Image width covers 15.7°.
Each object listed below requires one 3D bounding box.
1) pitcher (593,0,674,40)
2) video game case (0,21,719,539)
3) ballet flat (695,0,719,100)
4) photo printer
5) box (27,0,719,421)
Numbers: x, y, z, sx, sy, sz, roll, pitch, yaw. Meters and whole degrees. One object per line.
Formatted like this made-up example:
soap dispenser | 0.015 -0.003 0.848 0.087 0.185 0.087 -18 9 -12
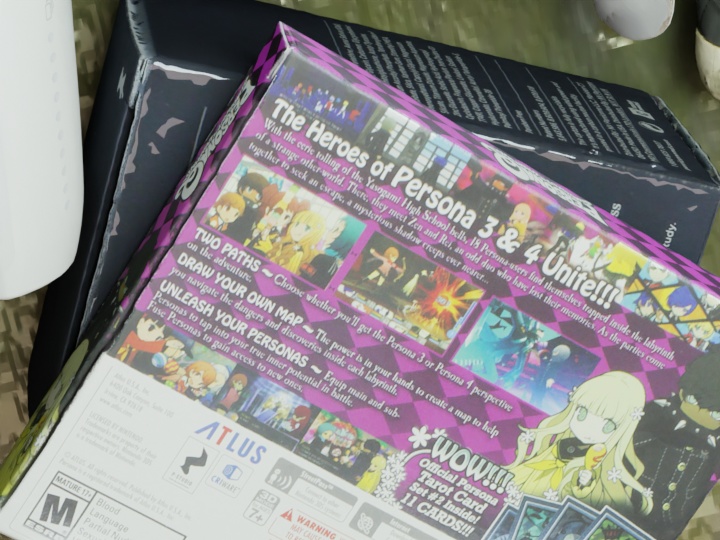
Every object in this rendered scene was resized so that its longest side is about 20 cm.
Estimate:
pitcher | 0.024 -0.170 0.812 0.199 0.121 0.172 11 116 -20
video game case | 0.011 0.047 0.828 0.200 0.036 0.182 28 105 -18
ballet flat | 0.138 -0.154 0.880 0.057 0.066 0.201 18 112 28
photo printer | -0.122 -0.091 0.779 0.069 0.200 0.167 -5 111 -6
box | 0.000 0.000 0.884 0.199 0.104 0.148 13 109 -13
